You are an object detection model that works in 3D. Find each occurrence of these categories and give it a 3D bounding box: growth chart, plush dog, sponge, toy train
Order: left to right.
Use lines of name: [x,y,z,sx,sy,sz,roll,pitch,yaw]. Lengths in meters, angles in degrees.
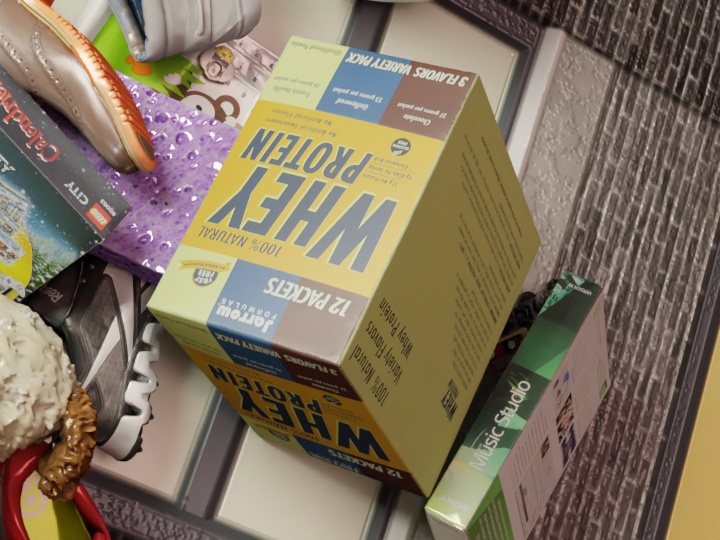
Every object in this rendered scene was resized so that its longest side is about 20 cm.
plush dog: [-0.240,0.070,0.853,0.200,0.161,0.171,45,44,18]
sponge: [-0.171,-0.074,0.959,0.199,0.030,0.112,26,68,4]
growth chart: [-0.114,-0.120,1.046,0.199,0.018,0.146,27,71,-20]
toy train: [0.096,0.053,1.117,0.199,0.034,0.046,-23,96,-28]

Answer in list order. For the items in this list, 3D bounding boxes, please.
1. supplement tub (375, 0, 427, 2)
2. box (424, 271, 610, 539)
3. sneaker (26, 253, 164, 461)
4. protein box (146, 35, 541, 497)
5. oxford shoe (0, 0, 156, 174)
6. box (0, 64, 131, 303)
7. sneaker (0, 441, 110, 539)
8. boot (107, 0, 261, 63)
supplement tub: [0.031,-0.305,1.078,0.144,0.145,0.202,4,80,-27]
box: [0.114,0.119,1.065,0.036,0.145,0.201,21,64,23]
sneaker: [-0.162,0.014,0.971,0.090,0.066,0.201,18,76,-26]
protein box: [0.000,0.000,0.967,0.201,0.134,0.199,-64,151,-21]
oxford shoe: [-0.197,-0.123,0.931,0.073,0.071,0.200,-39,71,-3]
box: [-0.248,-0.071,0.897,0.200,0.136,0.038,49,37,-14]
sneaker: [-0.174,0.193,0.925,0.077,0.085,0.201,-28,95,-27]
boot: [-0.130,-0.235,0.982,0.095,0.073,0.201,-25,111,-30]
